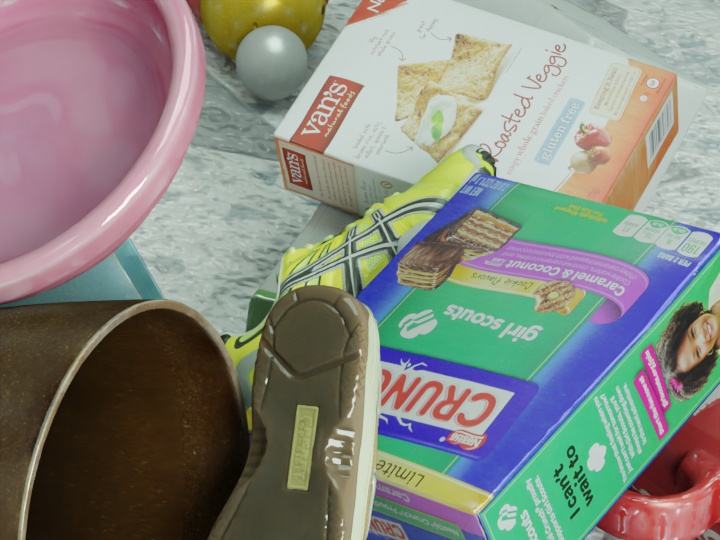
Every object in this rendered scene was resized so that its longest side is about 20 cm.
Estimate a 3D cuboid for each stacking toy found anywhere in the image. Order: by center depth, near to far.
[{"bbox_3d":[-0.066,-0.188,1.885,0.146,0.146,0.200,2,46,-14],"label":"stacking toy"}]

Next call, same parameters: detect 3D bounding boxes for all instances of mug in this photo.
[{"bbox_3d":[0.173,0.069,1.387,0.177,0.134,0.200,19,10,-43],"label":"mug"}]

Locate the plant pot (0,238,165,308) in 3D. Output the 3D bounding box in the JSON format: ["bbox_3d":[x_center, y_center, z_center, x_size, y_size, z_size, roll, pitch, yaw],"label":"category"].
[{"bbox_3d":[-0.177,0.018,1.356,0.135,0.200,0.200,-31,33,-1],"label":"plant pot"}]

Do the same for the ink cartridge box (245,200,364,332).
[{"bbox_3d":[0.029,0.010,1.566,0.145,0.048,0.200,14,25,9],"label":"ink cartridge box"}]

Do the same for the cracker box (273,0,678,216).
[{"bbox_3d":[0.068,-0.081,1.580,0.200,0.058,0.134,20,60,21],"label":"cracker box"}]

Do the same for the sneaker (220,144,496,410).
[{"bbox_3d":[0.000,0.000,1.446,0.076,0.075,0.200,34,66,17],"label":"sneaker"}]

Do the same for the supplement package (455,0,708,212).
[{"bbox_3d":[0.101,-0.121,1.737,0.117,0.118,0.200,17,16,-41],"label":"supplement package"}]

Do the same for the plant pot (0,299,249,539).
[{"bbox_3d":[-0.180,0.096,1.208,0.199,0.188,0.187,6,22,27],"label":"plant pot"}]

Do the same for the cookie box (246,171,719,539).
[{"bbox_3d":[0.067,0.054,1.329,0.171,0.075,0.200,16,53,43],"label":"cookie box"}]

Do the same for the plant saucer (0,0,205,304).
[{"bbox_3d":[-0.160,-0.063,1.245,0.200,0.051,0.201,-12,54,17],"label":"plant saucer"}]

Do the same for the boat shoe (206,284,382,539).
[{"bbox_3d":[-0.021,0.111,1.227,0.071,0.201,0.076,12,-10,21],"label":"boat shoe"}]
